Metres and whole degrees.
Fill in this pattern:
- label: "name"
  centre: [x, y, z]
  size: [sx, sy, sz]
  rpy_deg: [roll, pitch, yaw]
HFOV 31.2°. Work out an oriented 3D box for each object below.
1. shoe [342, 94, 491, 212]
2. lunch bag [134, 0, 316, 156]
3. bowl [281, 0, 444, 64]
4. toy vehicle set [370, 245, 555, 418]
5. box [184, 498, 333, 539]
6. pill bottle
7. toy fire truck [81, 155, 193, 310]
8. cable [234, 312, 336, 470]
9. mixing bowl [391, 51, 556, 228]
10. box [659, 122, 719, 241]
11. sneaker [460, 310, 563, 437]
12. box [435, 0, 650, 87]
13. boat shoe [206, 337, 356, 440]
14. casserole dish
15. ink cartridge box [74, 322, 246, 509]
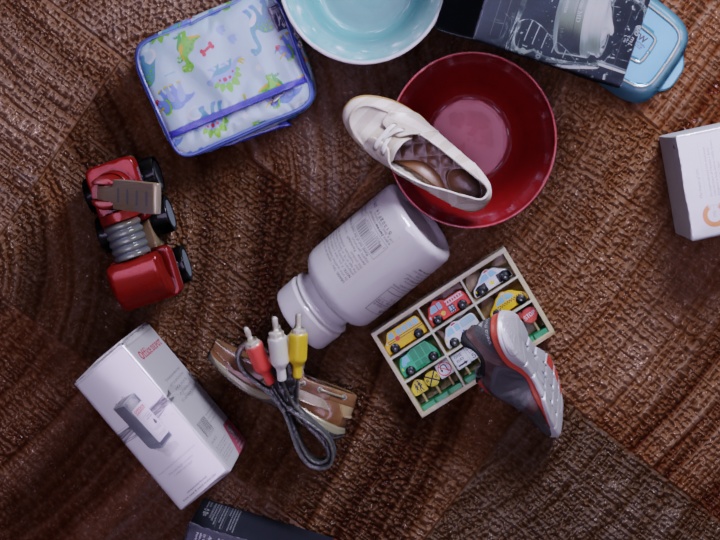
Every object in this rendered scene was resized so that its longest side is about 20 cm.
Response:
- label: "shoe"
  centre: [0.066, -0.135, 1.461]
  size: [0.199, 0.053, 0.070]
  rpy_deg: [33, 97, -1]
- label: "lunch bag"
  centre: [-0.158, -0.234, 1.555]
  size: [0.197, 0.082, 0.163]
  rpy_deg: [-20, 98, 5]
- label: "bowl"
  centre: [0.006, -0.344, 1.522]
  size: [0.197, 0.105, 0.204]
  rpy_deg: [0, 96, 3]
- label: "toy vehicle set"
  centre: [0.127, 0.076, 1.602]
  size: [0.199, 0.027, 0.125]
  rpy_deg: [-33, 94, 5]
- label: "box"
  centre: [-0.146, 0.417, 1.612]
  size: [0.180, 0.104, 0.203]
  rpy_deg: [17, 97, 1]
- label: "pill bottle"
  centre: [0.000, 0.000, 1.551]
  size: [0.199, 0.114, 0.115]
  rpy_deg: [-39, 93, 17]
- label: "toy fire truck"
  centre: [-0.263, -0.047, 1.517]
  size: [0.127, 0.200, 0.179]
  rpy_deg: [-17, 95, 4]
- label: "cable"
  centre: [-0.092, 0.152, 1.538]
  size: [0.096, 0.050, 0.203]
  rpy_deg: [-13, 98, 6]
- label: "mixing bowl"
  centre: [0.131, -0.155, 1.536]
  size: [0.197, 0.108, 0.204]
  rpy_deg: [0, 96, 4]
- label: "box"
  centre: [0.470, -0.119, 1.532]
  size: [0.197, 0.098, 0.126]
  rpy_deg: [-11, 96, 3]
- label: "sneaker"
  centre: [0.185, 0.128, 1.572]
  size: [0.081, 0.078, 0.201]
  rpy_deg: [-16, 124, 27]
- label: "box"
  centre: [0.216, -0.332, 1.437]
  size: [0.194, 0.124, 0.203]
  rpy_deg: [13, 102, -22]
- label: "boat shoe"
  centre: [-0.094, 0.133, 1.600]
  size: [0.198, 0.076, 0.074]
  rpy_deg: [31, 91, -9]
- label: "casserole dish"
  centre: [0.306, -0.289, 1.550]
  size: [0.199, 0.039, 0.122]
  rpy_deg: [35, 97, -3]
- label: "ink cartridge box"
  centre: [-0.240, 0.173, 1.568]
  size: [0.084, 0.146, 0.201]
  rpy_deg: [-38, 93, 7]
